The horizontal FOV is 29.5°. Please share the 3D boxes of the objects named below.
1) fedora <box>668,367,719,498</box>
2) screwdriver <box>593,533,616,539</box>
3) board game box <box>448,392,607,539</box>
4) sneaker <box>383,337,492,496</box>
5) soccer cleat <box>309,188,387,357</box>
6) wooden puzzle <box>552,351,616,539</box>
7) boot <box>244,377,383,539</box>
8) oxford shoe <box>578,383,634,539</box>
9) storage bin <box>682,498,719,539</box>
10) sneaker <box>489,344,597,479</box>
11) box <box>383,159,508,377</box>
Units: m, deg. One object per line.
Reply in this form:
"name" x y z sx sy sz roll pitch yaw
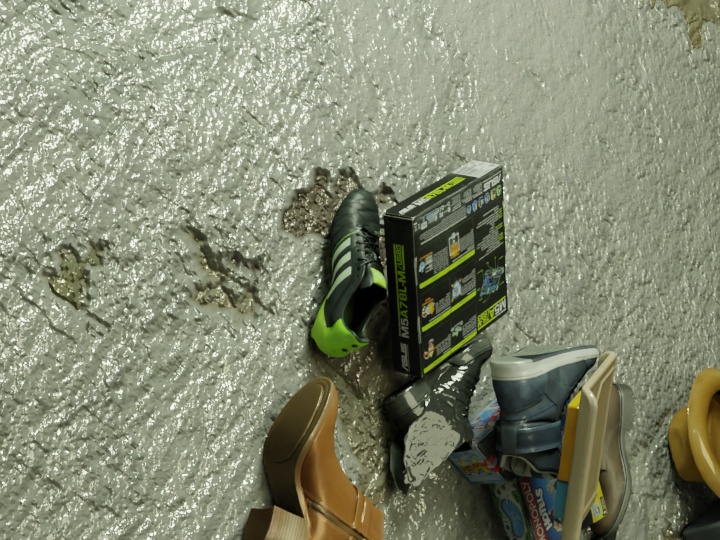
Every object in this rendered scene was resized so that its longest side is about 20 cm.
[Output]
"fedora" 0.484 0.235 1.892 0.201 0.082 0.201 23 55 -37
"screwdriver" 0.279 0.398 1.703 0.029 0.028 0.200 32 55 2
"board game box" 0.192 0.231 1.635 0.200 0.062 0.200 -16 91 -43
"sneaker" 0.098 0.162 1.556 0.200 0.060 0.104 -30 89 -36
"soccer cleat" 0.000 0.000 1.493 0.068 0.081 0.200 29 62 -36
"wooden puzzle" 0.252 0.199 1.547 0.200 0.037 0.185 -33 130 -71
"boot" -0.029 0.226 1.421 0.155 0.074 0.200 30 73 -34
"oxford shoe" 0.296 0.239 1.737 0.084 0.073 0.200 11 70 -24
"storage bin" 0.547 0.378 1.895 0.200 0.146 0.134 -28 89 -44
"sneaker" 0.217 0.162 1.585 0.202 0.077 0.146 -10 95 -52
"box" 0.101 -0.005 1.561 0.200 0.047 0.193 -33 128 -47
